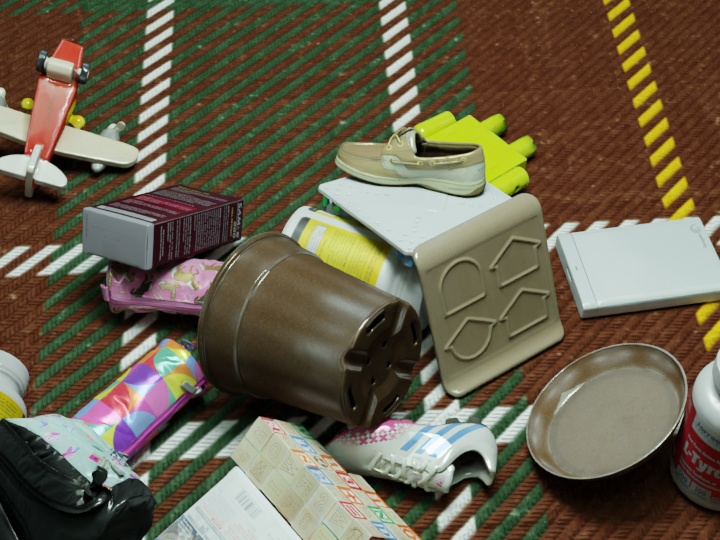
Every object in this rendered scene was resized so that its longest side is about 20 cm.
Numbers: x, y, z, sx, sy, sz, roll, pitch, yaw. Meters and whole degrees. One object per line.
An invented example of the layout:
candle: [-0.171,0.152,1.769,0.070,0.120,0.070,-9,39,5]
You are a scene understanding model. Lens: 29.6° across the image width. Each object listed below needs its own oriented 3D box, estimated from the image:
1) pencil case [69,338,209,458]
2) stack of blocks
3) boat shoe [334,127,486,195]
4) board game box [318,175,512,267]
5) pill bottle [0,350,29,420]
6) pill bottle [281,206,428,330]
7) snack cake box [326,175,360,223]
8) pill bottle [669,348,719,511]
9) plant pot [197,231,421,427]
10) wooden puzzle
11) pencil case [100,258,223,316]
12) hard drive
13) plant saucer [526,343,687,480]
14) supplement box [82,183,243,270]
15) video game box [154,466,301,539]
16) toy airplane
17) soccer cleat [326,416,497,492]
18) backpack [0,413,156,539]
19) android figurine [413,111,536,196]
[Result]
pencil case: [-0.265,0.164,1.592,0.088,0.089,0.200,32,57,26]
stack of blocks: [-0.037,0.250,1.485,0.200,0.115,0.059,42,101,33]
boat shoe: [0.065,-0.148,1.743,0.198,0.067,0.074,8,31,9]
board game box: [0.080,-0.080,1.720,0.199,0.026,0.200,-18,36,-30]
pill bottle: [-0.446,0.191,1.545,0.111,0.113,0.201,6,48,5]
pill bottle: [0.000,0.000,1.719,0.198,0.115,0.115,19,50,17]
snack cake box: [0.065,-0.061,1.804,0.199,0.068,0.115,27,51,23]
pill bottle: [0.414,0.168,1.505,0.111,0.201,0.113,1,48,-1]
plant pot: [-0.050,0.078,1.562,0.197,0.201,0.200,20,49,35]
wooden puzzle: [0.153,0.027,1.659,0.184,0.202,0.046,-26,25,-23]
pencil case: [-0.223,0.023,1.721,0.198,0.087,0.084,7,83,6]
hard drive: [0.369,-0.005,1.783,0.198,0.027,0.133,-7,48,-7]
plant saucer: [0.287,0.168,1.571,0.199,0.032,0.201,-26,32,17]
supplement box: [-0.250,-0.059,1.739,0.108,0.061,0.200,15,20,29]
video game box: [-0.136,0.337,1.428,0.182,0.047,0.200,-39,57,-12]
toy airplane: [-0.436,-0.195,1.901,0.198,0.141,0.201,-30,90,-12]
soccer cleat: [0.061,0.215,1.551,0.198,0.070,0.087,-5,44,-5]
backpack: [-0.316,0.241,1.439,0.200,0.168,0.126,36,13,30]
android figurine: [0.147,-0.154,1.906,0.199,0.041,0.182,-27,53,-27]
